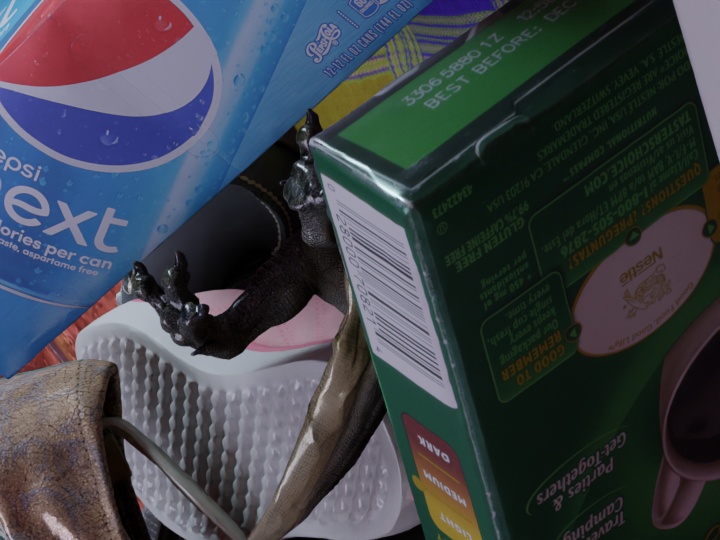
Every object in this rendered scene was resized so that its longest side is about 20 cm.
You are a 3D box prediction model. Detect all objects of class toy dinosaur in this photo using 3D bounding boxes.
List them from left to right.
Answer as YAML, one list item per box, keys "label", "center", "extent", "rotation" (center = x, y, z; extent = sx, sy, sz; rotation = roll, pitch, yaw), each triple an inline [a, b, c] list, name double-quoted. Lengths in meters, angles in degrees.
- label: "toy dinosaur"
  center: [0.000, 0.000, 0.736]
  extent: [0.088, 0.200, 0.047]
  rotation: [16, -153, -44]

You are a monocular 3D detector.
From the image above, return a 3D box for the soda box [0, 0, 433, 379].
- label: "soda box"
  center: [-0.046, -0.062, 0.743]
  extent: [0.064, 0.068, 0.200]
  rotation: [39, 125, -16]

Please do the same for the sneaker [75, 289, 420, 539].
- label: "sneaker"
  center: [-0.002, 0.033, 0.894]
  extent: [0.200, 0.105, 0.075]
  rotation: [1, 112, 59]

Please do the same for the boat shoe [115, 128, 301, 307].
- label: "boat shoe"
  center: [-0.044, 0.011, 0.989]
  extent: [0.200, 0.073, 0.062]
  rotation: [90, 178, -65]

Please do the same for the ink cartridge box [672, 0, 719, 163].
- label: "ink cartridge box"
  center: [0.148, 0.000, 0.566]
  extent: [0.146, 0.084, 0.200]
  rotation: [27, 144, 50]

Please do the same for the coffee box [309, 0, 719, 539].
- label: "coffee box"
  center: [0.064, 0.022, 0.727]
  extent: [0.044, 0.123, 0.200]
  rotation: [31, 149, 44]

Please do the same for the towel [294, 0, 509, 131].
- label: "towel"
  center: [0.013, -0.073, 0.835]
  extent: [0.200, 0.023, 0.144]
  rotation: [11, 131, 62]

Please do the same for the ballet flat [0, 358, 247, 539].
- label: "ballet flat"
  center: [-0.050, 0.115, 0.862]
  extent: [0.200, 0.067, 0.068]
  rotation: [62, 178, 0]

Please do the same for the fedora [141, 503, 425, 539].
- label: "fedora"
  center: [0.020, 0.107, 0.943]
  extent: [0.200, 0.177, 0.090]
  rotation: [9, 163, 41]
